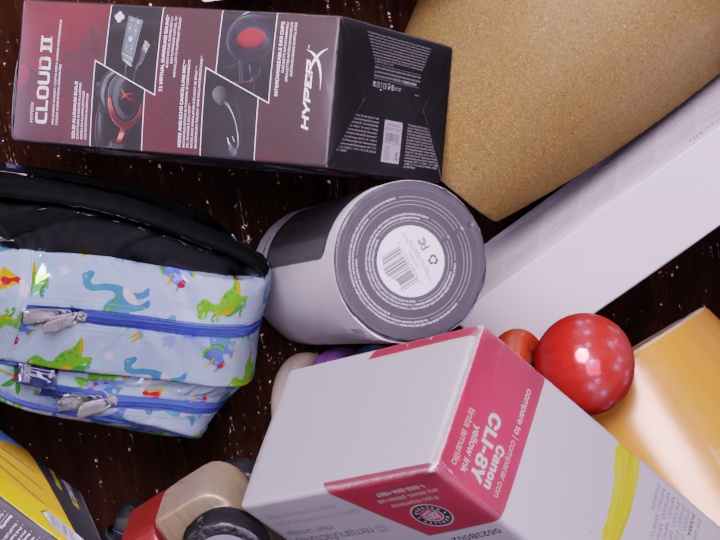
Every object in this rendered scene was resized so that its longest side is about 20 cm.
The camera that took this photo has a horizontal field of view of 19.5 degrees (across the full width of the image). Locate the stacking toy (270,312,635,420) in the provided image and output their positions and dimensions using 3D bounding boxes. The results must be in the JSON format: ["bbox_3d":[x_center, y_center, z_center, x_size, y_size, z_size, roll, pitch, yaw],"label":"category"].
[{"bbox_3d":[0.053,0.064,1.139,0.199,0.085,0.086,-17,101,25],"label":"stacking toy"}]

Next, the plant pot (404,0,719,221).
[{"bbox_3d":[0.105,-0.133,1.155,0.186,0.187,0.200,39,99,-14],"label":"plant pot"}]

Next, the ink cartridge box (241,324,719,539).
[{"bbox_3d":[0.064,0.125,1.046,0.200,0.145,0.084,39,54,-29],"label":"ink cartridge box"}]

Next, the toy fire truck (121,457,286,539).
[{"bbox_3d":[-0.099,0.223,1.079,0.199,0.129,0.177,-31,103,10],"label":"toy fire truck"}]

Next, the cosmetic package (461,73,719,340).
[{"bbox_3d":[0.146,-0.029,1.161,0.199,0.083,0.051,-37,103,23],"label":"cosmetic package"}]

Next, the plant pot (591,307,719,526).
[{"bbox_3d":[0.189,0.131,1.187,0.199,0.200,0.184,-31,86,-11],"label":"plant pot"}]

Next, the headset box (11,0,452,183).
[{"bbox_3d":[-0.072,-0.091,1.077,0.198,0.148,0.076,6,92,25],"label":"headset box"}]

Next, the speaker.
[{"bbox_3d":[0.000,0.000,1.109,0.080,0.200,0.082,0,88,-14],"label":"speaker"}]

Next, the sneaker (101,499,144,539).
[{"bbox_3d":[-0.142,0.184,1.149,0.198,0.077,0.112,-12,100,-15],"label":"sneaker"}]

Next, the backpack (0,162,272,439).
[{"bbox_3d":[-0.146,0.012,1.105,0.198,0.163,0.155,-5,104,-21],"label":"backpack"}]

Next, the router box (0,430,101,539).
[{"bbox_3d":[-0.202,0.109,1.064,0.149,0.200,0.051,40,87,-15],"label":"router box"}]
